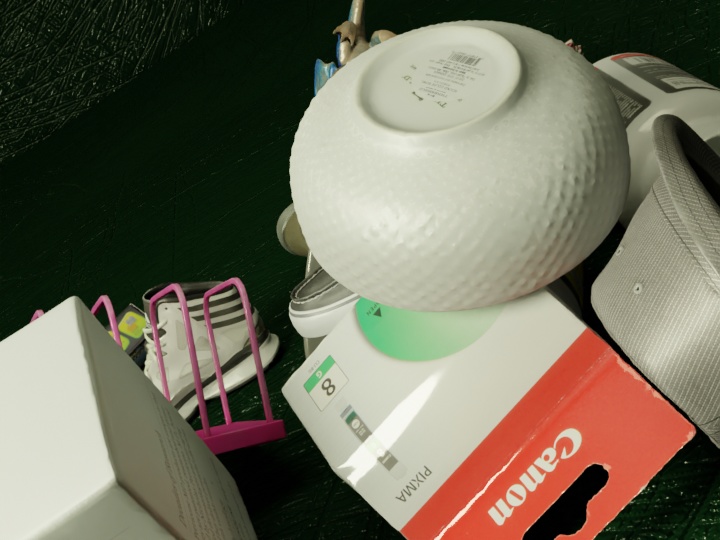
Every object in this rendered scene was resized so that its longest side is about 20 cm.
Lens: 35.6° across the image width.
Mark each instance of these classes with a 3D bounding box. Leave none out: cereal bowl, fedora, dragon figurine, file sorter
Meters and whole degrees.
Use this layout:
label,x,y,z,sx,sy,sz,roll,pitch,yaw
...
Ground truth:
label,x,y,z,sx,sy,sz,roll,pitch,yaw
cereal bowl,0.049,-0.077,0.636,0.200,0.083,0.200,-10,46,11
fedora,0.183,0.018,0.588,0.090,0.177,0.200,-40,32,22
dragon figurine,-0.005,-0.157,0.937,0.059,0.200,0.099,0,-14,-16
file sorter,-0.179,0.084,0.817,0.200,0.126,0.139,-11,-4,-21

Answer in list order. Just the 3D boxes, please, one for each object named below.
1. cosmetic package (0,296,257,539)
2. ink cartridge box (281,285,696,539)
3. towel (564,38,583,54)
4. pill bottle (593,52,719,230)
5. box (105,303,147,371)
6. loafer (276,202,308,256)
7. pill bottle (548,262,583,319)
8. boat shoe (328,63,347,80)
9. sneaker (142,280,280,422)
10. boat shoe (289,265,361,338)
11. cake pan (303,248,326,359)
label,x,y,z,sx,sy,sz,roll,pitch,yaw
cosmetic package,-0.166,0.162,0.642,0.167,0.200,0.166,-33,38,0
ink cartridge box,0.058,0.075,0.623,0.161,0.050,0.200,-49,44,8
towel,0.110,-0.127,0.931,0.144,0.023,0.200,-30,11,29
pill bottle,0.218,-0.080,0.793,0.116,0.116,0.200,-30,23,5
box,-0.261,0.130,1.007,0.200,0.035,0.110,-49,-12,-34
loafer,0.012,-0.074,1.120,0.200,0.075,0.070,-40,35,-6
pill bottle,0.102,-0.005,0.795,0.112,0.113,0.200,-22,24,23
boat shoe,0.058,-0.126,0.856,0.068,0.072,0.200,31,36,30
sneaker,-0.181,0.078,0.982,0.200,0.115,0.076,-35,23,-6
boat shoe,0.030,-0.035,0.714,0.200,0.066,0.070,-32,22,4
cake pan,0.000,0.000,0.861,0.037,0.201,0.200,7,15,-17
